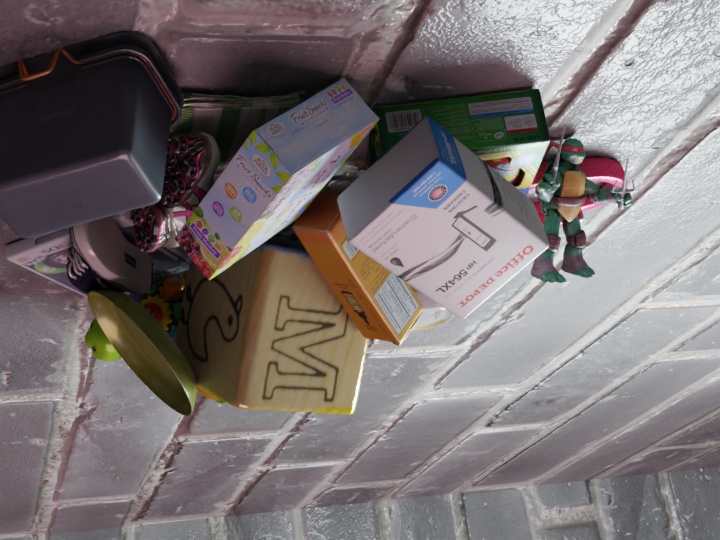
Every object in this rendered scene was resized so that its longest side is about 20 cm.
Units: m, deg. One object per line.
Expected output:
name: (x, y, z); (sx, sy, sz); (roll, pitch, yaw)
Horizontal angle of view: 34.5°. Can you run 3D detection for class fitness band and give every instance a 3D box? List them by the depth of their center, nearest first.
fitness band: (0.265, -0.102, 1.579); (0.197, 0.038, 0.144); (-8, 158, -8)

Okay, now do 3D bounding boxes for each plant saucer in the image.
plant saucer: (-0.270, 0.097, 1.468); (0.031, 0.200, 0.200); (-41, 169, -23)

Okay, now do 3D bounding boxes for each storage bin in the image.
storage bin: (-0.280, -0.127, 1.126); (0.197, 0.136, 0.146); (-14, 143, 9)

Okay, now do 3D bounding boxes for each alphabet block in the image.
alphabet block: (-0.110, 0.064, 1.515); (0.194, 0.203, 0.194); (9, -177, -36)

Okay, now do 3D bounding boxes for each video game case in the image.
video game case: (-0.337, -0.018, 1.544); (0.179, 0.024, 0.200); (-17, 157, 18)

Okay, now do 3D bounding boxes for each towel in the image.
towel: (-0.169, -0.154, 1.288); (0.197, 0.024, 0.153); (-4, 158, -18)

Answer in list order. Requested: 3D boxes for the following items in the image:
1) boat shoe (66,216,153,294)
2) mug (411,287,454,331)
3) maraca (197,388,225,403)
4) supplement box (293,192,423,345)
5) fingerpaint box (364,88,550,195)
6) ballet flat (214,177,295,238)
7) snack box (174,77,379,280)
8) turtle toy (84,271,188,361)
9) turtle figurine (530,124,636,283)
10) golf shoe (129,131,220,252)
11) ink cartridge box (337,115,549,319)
boat shoe: (-0.333, -0.014, 1.433); (0.091, 0.076, 0.200); (-7, 157, 11)
mug: (0.087, -0.001, 1.592); (0.149, 0.155, 0.185); (-28, 152, 37)
maraca: (-0.219, 0.122, 1.728); (0.105, 0.140, 0.200); (-1, -169, -24)
supplement box: (0.000, 0.000, 1.420); (0.066, 0.069, 0.201); (9, 139, 44)
fingerpaint box: (0.110, -0.134, 1.385); (0.197, 0.074, 0.167); (-7, 159, -7)
ballet flat: (-0.152, -0.081, 1.428); (0.197, 0.070, 0.072); (2, 136, -26)
snack box: (-0.091, -0.099, 1.255); (0.168, 0.068, 0.200); (-39, 176, -47)
turtle toy: (-0.291, 0.079, 1.629); (0.197, 0.148, 0.101); (-18, 161, 20)
turtle figurine: (0.269, -0.090, 1.468); (0.147, 0.203, 0.101); (-2, -161, -22)
golf shoe: (-0.192, -0.094, 1.304); (0.091, 0.073, 0.200); (-12, 159, -34)
ink cartridge box: (0.095, -0.054, 1.307); (0.199, 0.085, 0.146); (33, 117, -34)
